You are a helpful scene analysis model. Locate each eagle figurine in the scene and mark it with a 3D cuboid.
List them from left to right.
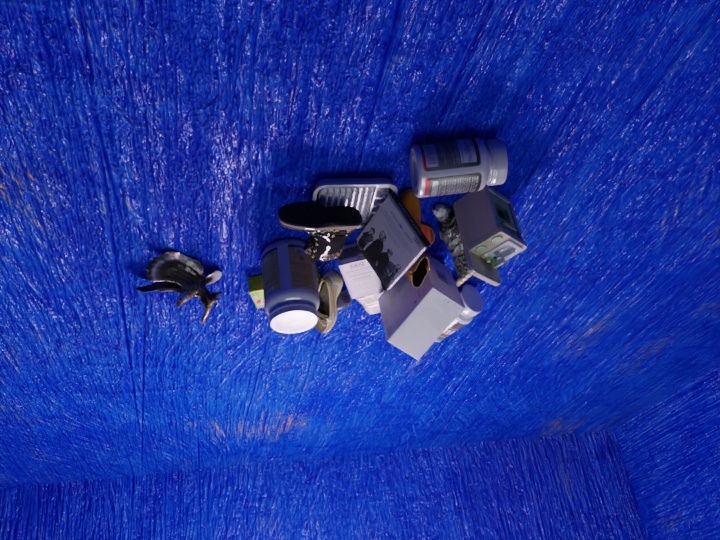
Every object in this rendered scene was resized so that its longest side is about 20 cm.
[{"bbox_3d":[-0.461,0.037,1.678,0.198,0.151,0.154,32,93,-10],"label":"eagle figurine"}]

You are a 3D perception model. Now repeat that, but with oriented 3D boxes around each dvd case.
[{"bbox_3d":[0.071,-0.065,1.531,0.024,0.152,0.200,-24,164,-38],"label":"dvd case"}]

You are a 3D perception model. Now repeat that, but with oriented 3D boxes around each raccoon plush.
[{"bbox_3d":[0.240,-0.065,1.670,0.096,0.137,0.198,-30,145,34],"label":"raccoon plush"}]

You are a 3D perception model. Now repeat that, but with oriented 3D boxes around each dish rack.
[{"bbox_3d":[-0.021,-0.162,1.522,0.194,0.045,0.173,-3,150,-12],"label":"dish rack"}]

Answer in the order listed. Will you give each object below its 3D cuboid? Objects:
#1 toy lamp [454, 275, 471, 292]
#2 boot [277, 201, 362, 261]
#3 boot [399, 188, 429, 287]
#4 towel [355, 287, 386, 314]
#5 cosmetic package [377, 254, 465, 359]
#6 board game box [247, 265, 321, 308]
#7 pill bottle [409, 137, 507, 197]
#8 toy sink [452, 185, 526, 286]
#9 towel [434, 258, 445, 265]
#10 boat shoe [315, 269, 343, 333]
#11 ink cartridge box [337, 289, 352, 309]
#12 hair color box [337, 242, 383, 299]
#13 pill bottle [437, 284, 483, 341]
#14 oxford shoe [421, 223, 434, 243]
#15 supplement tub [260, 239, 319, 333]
[{"bbox_3d":[0.309,0.015,1.911,0.057,0.059,0.200,10,142,-30],"label":"toy lamp"},{"bbox_3d":[-0.107,-0.088,1.515,0.195,0.075,0.151,-3,150,-22],"label":"boot"},{"bbox_3d":[0.132,-0.075,1.555,0.069,0.145,0.206,-6,123,-15],"label":"boot"},{"bbox_3d":[0.091,0.076,1.924,0.195,0.035,0.133,-17,147,14],"label":"towel"},{"bbox_3d":[0.158,0.089,1.765,0.121,0.201,0.201,29,113,-22],"label":"cosmetic package"},{"bbox_3d":[-0.207,0.046,1.814,0.194,0.049,0.102,-10,151,1],"label":"board game box"},{"bbox_3d":[0.211,-0.225,1.413,0.194,0.116,0.115,-7,150,-5],"label":"pill bottle"},{"bbox_3d":[0.323,-0.087,1.593,0.111,0.204,0.129,-31,143,35],"label":"toy sink"},{"bbox_3d":[0.150,0.023,1.909,0.140,0.023,0.201,5,147,-22],"label":"towel"},{"bbox_3d":[-0.099,0.094,1.786,0.063,0.072,0.204,-32,148,-49],"label":"boat shoe"},{"bbox_3d":[-0.132,0.122,1.923,0.197,0.051,0.108,-28,172,27],"label":"ink cartridge box"},{"bbox_3d":[0.000,0.000,1.786,0.096,0.062,0.201,-12,151,4],"label":"hair color box"},{"bbox_3d":[0.285,0.132,2.042,0.111,0.116,0.200,12,143,-33],"label":"pill bottle"},{"bbox_3d":[0.096,-0.085,1.686,0.195,0.073,0.073,-3,178,-17],"label":"oxford shoe"},{"bbox_3d":[-0.178,0.041,1.659,0.141,0.204,0.146,-7,151,-4],"label":"supplement tub"}]
